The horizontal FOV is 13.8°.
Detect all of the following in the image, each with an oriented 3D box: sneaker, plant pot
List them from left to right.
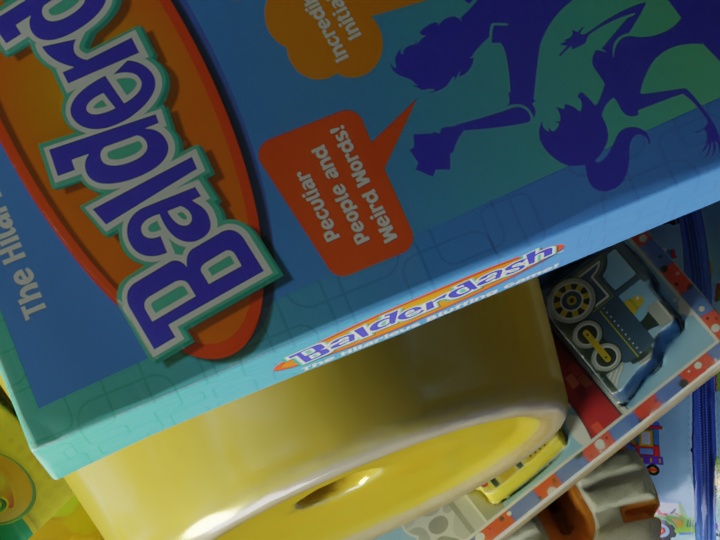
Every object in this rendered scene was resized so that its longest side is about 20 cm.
[{"bbox_3d":[-0.039,-0.018,0.837,0.201,0.189,0.201,-22,167,-6],"label":"plant pot"},{"bbox_3d":[0.034,0.039,0.953,0.078,0.200,0.077,-22,149,-3],"label":"sneaker"}]

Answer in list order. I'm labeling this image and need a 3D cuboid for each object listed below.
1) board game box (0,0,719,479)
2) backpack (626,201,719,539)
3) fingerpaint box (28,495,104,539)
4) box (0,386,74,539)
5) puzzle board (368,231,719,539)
[{"bbox_3d":[-0.012,-0.058,0.721,0.200,0.152,0.045,-23,168,-3],"label":"board game box"},{"bbox_3d":[0.109,0.027,1.021,0.135,0.183,0.200,-1,-159,-1],"label":"backpack"},{"bbox_3d":[-0.146,0.040,1.025,0.200,0.167,0.073,-11,151,25],"label":"fingerpaint box"},{"bbox_3d":[-0.159,0.014,0.892,0.117,0.048,0.200,47,179,-42],"label":"box"},{"bbox_3d":[0.000,0.000,0.923,0.151,0.200,0.017,-38,149,-1],"label":"puzzle board"}]
